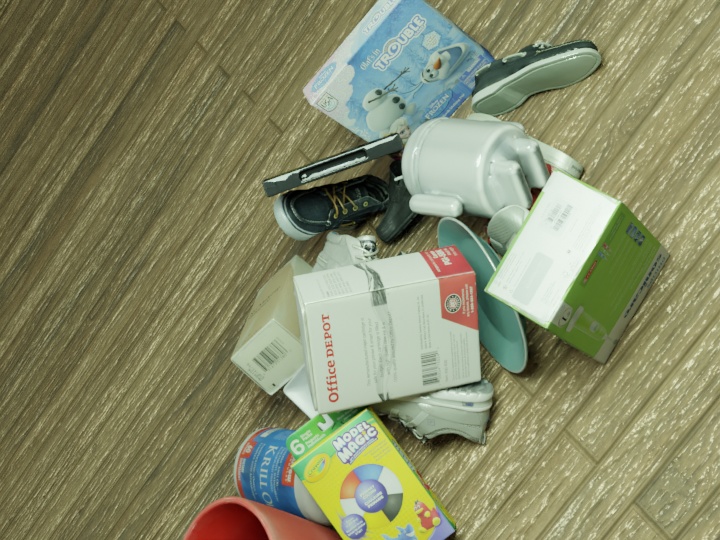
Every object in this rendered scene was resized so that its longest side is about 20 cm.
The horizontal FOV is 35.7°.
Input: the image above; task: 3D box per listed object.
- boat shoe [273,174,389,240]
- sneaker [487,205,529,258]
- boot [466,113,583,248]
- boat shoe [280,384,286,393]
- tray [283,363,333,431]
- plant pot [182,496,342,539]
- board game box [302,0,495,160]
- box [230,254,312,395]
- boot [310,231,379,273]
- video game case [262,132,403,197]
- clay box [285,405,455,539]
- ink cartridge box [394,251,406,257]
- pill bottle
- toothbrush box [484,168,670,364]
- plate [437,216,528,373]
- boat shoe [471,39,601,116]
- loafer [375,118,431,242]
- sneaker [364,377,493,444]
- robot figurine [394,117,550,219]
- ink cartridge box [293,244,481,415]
[{"bbox_3d":[-0.035,-0.096,1.544,0.090,0.200,0.071,-28,82,30],"label":"boat shoe"},{"bbox_3d":[0.199,-0.028,1.254,0.080,0.200,0.070,-44,58,-5],"label":"sneaker"},{"bbox_3d":[0.173,-0.110,1.422,0.200,0.072,0.145,37,99,46],"label":"boot"},{"bbox_3d":[-0.052,0.135,1.523,0.199,0.066,0.075,-13,60,42],"label":"boat shoe"},{"bbox_3d":[-0.010,0.128,1.420,0.107,0.022,0.200,44,124,6],"label":"tray"},{"bbox_3d":[-0.098,0.379,1.336,0.199,0.176,0.203,-16,67,42],"label":"plant pot"},{"bbox_3d":[0.057,-0.265,1.529,0.200,0.198,0.044,-47,42,18],"label":"board game box"},{"bbox_3d":[-0.104,0.071,1.540,0.095,0.078,0.200,-43,14,21],"label":"box"},{"bbox_3d":[0.000,0.000,1.467,0.199,0.073,0.097,19,91,53],"label":"boot"},{"bbox_3d":[-0.033,-0.139,1.462,0.179,0.026,0.200,-19,6,2],"label":"video game case"},{"bbox_3d":[0.007,0.251,1.301,0.115,0.048,0.201,-37,88,5],"label":"clay box"},{"bbox_3d":[0.057,0.082,1.455,0.094,0.044,0.201,-39,46,28],"label":"ink cartridge box"},{"bbox_3d":[-0.062,0.264,1.427,0.199,0.112,0.113,-2,67,46],"label":"pill bottle"},{"bbox_3d":[0.234,0.001,1.182,0.086,0.200,0.147,32,93,34],"label":"toothbrush box"},{"bbox_3d":[0.148,0.025,1.303,0.025,0.201,0.200,-25,41,-12],"label":"plate"},{"bbox_3d":[0.222,-0.264,1.450,0.199,0.075,0.061,-17,63,40],"label":"boat shoe"},{"bbox_3d":[0.068,-0.120,1.500,0.201,0.070,0.068,-56,-4,40],"label":"loafer"},{"bbox_3d":[0.061,0.169,1.337,0.198,0.075,0.083,4,106,26],"label":"sneaker"},{"bbox_3d":[0.129,-0.124,1.345,0.199,0.114,0.170,14,48,45],"label":"robot figurine"},{"bbox_3d":[0.030,0.066,1.279,0.083,0.198,0.148,-118,20,-62],"label":"ink cartridge box"}]
